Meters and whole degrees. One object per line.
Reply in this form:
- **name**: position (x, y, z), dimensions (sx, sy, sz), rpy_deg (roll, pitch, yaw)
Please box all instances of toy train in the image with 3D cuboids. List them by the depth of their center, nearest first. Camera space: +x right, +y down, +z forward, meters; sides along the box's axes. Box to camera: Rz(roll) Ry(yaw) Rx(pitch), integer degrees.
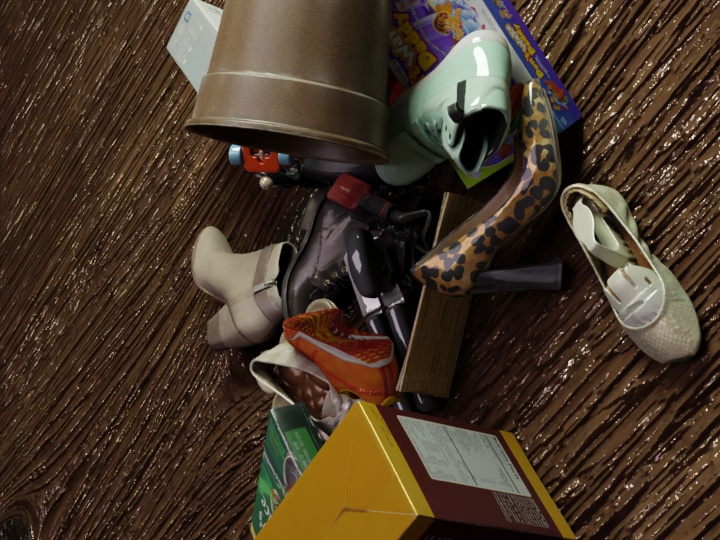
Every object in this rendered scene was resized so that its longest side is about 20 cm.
- **toy train**: position (-0.046, -0.167, 1.375), dimensions (0.198, 0.151, 0.056), rpy_deg (-2, 28, 15)

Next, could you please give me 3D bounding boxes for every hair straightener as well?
- **hair straightener**: position (0.033, -0.056, 1.321), dimensions (0.041, 0.077, 0.200), rpy_deg (-55, 24, -8)

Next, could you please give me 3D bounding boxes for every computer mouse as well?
- **computer mouse**: position (-0.004, -0.115, 1.443), dimensions (0.199, 0.138, 0.053), rpy_deg (-16, 87, 35)

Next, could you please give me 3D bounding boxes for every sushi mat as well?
- **sushi mat**: position (0.085, 0.026, 1.281), dimensions (0.012, 0.095, 0.202), rpy_deg (12, 87, 37)

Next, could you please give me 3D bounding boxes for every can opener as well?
- **can opener**: position (0.024, 0.057, 1.336), dimensions (0.052, 0.066, 0.202), rpy_deg (-28, 75, 30)

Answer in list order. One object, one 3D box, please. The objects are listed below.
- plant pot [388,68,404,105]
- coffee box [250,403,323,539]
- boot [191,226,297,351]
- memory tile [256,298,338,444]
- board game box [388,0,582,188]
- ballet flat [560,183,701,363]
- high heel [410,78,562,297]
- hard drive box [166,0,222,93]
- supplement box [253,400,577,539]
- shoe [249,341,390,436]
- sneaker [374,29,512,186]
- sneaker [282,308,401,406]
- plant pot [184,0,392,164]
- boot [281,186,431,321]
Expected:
- **plant pot**: position (0.012, -0.299, 1.430), dimensions (0.200, 0.199, 0.179), rpy_deg (-40, 39, 37)
- **coffee box**: position (-0.070, 0.255, 1.374), dimensions (0.123, 0.044, 0.201), rpy_deg (-119, 30, -41)
- **boot**: position (-0.136, 0.004, 1.603), dimensions (0.146, 0.070, 0.202), rpy_deg (-32, 55, 34)
- **memory tile**: position (-0.036, 0.146, 1.415), dimensions (0.153, 0.017, 0.201), rpy_deg (-46, 62, 33)
- **board game box**: position (0.108, -0.199, 1.276), dimensions (0.134, 0.045, 0.201), rpy_deg (-31, 94, 42)
- **ballet flat**: position (0.227, 0.001, 1.133), dimensions (0.068, 0.062, 0.201), rpy_deg (-50, 43, 27)
- **high heel**: position (0.115, -0.076, 1.210), dimensions (0.071, 0.141, 0.202), rpy_deg (-58, -34, -84)
- **hard drive box**: position (-0.131, -0.239, 1.601), dimensions (0.077, 0.155, 0.200), rpy_deg (-59, 39, 19)
- **supplement box**: position (0.044, 0.247, 1.163), dimensions (0.198, 0.199, 0.133), rpy_deg (-55, 41, 23)
- **shoe**: position (-0.041, 0.139, 1.372), dimensions (0.199, 0.053, 0.071), rpy_deg (31, 111, 38)
- **sneaker**: position (0.072, -0.122, 1.226), dimensions (0.201, 0.073, 0.119), rpy_deg (-49, 28, 41)
- **sneaker**: position (-0.026, 0.090, 1.327), dimensions (0.200, 0.072, 0.078), rpy_deg (32, 134, 60)
- **plant pot**: position (-0.054, -0.216, 1.228), dimensions (0.199, 0.199, 0.200), rpy_deg (9, 90, 53)
- **boot**: position (0.000, 0.000, 1.425), dimensions (0.173, 0.069, 0.202), rpy_deg (12, 94, 45)
